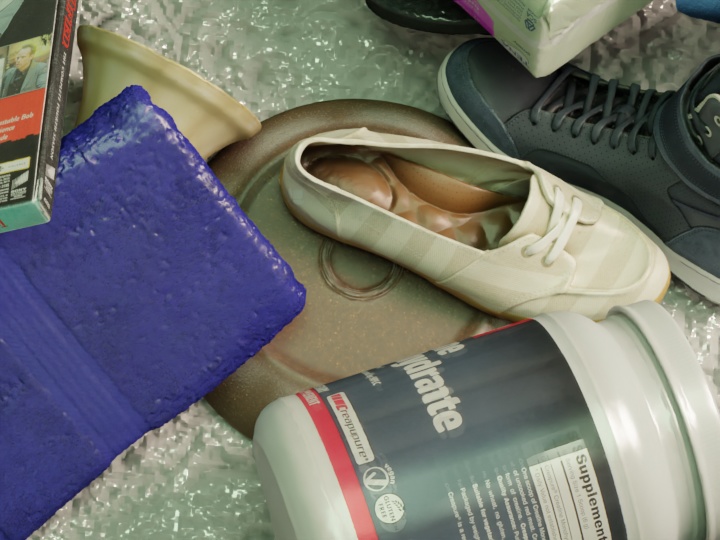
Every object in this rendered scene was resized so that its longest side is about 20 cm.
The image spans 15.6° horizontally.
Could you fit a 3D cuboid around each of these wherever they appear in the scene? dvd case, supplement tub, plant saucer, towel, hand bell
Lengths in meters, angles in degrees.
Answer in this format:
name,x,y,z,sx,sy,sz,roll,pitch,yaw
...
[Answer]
name,x,y,z,sx,sy,sz,roll,pitch,yaw
dvd case,-0.205,-0.093,1.261,0.146,0.022,0.200,-12,52,18
supplement tub,0.061,0.101,1.230,0.200,0.140,0.141,-18,72,-9
plant saucer,0.000,0.000,1.319,0.200,0.037,0.201,1,71,-2
towel,-0.142,0.021,1.256,0.200,0.050,0.148,-38,113,-1
hand bell,-0.142,-0.010,1.300,0.104,0.104,0.200,28,83,7

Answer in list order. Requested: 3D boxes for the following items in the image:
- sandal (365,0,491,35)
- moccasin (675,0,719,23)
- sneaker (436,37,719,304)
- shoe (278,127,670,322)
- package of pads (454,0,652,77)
name,x,y,z,sx,sy,sz,roll,pitch,yaw
sandal,0.095,-0.154,1.369,0.200,0.048,0.075,-20,49,-22
moccasin,0.227,-0.148,1.303,0.080,0.200,0.068,7,91,32
sneaker,0.140,-0.083,1.293,0.202,0.146,0.077,32,58,7
shoe,0.055,-0.022,1.282,0.200,0.053,0.070,17,71,3
package of pads,0.109,-0.205,1.314,0.200,0.068,0.155,-34,64,-24
